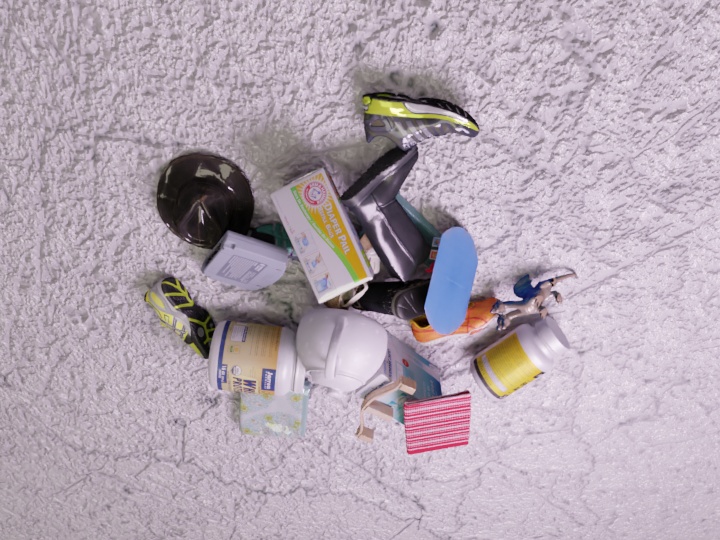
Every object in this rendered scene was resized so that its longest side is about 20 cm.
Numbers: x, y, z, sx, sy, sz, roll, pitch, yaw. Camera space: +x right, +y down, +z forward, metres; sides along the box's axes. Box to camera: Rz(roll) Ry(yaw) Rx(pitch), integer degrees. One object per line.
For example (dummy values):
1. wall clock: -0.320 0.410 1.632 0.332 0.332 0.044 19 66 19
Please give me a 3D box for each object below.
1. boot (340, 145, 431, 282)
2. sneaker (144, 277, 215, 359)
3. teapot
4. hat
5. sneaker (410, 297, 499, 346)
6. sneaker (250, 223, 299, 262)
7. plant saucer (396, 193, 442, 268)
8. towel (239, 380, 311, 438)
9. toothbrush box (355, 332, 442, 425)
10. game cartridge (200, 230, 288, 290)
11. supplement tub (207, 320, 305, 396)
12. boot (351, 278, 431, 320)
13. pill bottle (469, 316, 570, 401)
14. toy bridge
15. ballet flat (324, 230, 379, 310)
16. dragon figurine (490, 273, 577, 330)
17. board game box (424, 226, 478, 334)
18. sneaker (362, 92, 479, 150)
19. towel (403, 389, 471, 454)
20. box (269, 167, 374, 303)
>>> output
1. boot: 0.077 -0.101 0.983 0.164 0.066 0.201 -39 119 -2
2. sneaker: -0.375 0.105 1.164 0.075 0.076 0.202 -18 114 22
3. teapot: -0.042 0.169 1.067 0.199 0.148 0.196 29 151 -37
4. hat: -0.288 -0.104 0.996 0.197 0.081 0.203 1 126 1
5. sneaker: 0.198 0.096 1.149 0.197 0.073 0.078 -21 112 11
6. sneaker: -0.114 -0.031 1.057 0.196 0.075 0.088 7 131 -6
7. plant saucer: 0.106 -0.069 1.060 0.070 0.019 0.199 -38 118 25
8. towel: -0.211 0.333 1.338 0.168 0.049 0.202 7 126 -6
9. toothbrush box: 0.085 0.241 1.207 0.199 0.147 0.085 37 119 -22
10. game cartridge: -0.214 -0.013 1.031 0.132 0.041 0.199 22 155 -22
11. supplement tub: -0.213 0.188 1.172 0.196 0.145 0.146 7 127 -4
12. boot: 0.088 0.047 1.106 0.152 0.202 0.075 5 101 44
13. pill bottle: 0.344 0.187 1.187 0.111 0.112 0.200 37 119 -24
14. toy bridge: 0.036 0.285 1.133 0.066 0.027 0.201 25 123 -14
15. ballet flat: 0.000 0.000 1.044 0.065 0.070 0.202 41 114 23
16. dragon figurine: 0.346 0.047 1.105 0.199 0.099 0.059 -40 113 -24
17. board game box: 0.161 0.018 1.046 0.038 0.203 0.157 10 171 39
18. sneaker: 0.096 -0.238 0.901 0.196 0.074 0.082 10 120 2
19. towel: 0.162 0.323 1.160 0.142 0.023 0.202 -10 133 -2
20. box: -0.062 -0.061 0.950 0.100 0.112 0.203 -24 92 5
